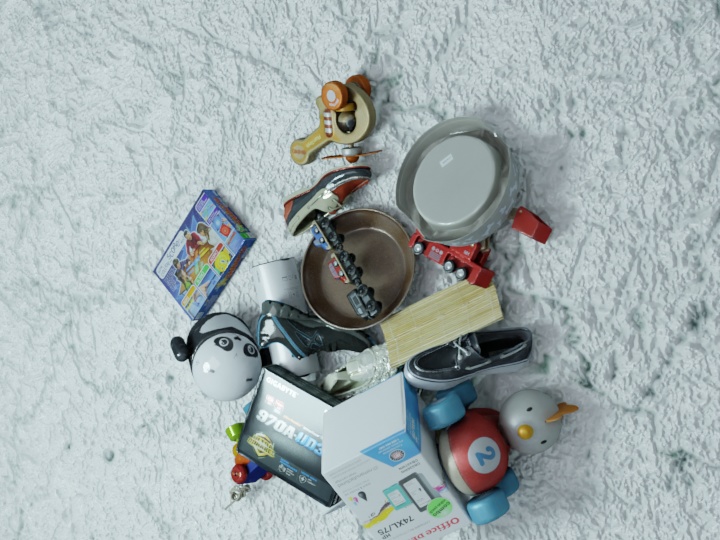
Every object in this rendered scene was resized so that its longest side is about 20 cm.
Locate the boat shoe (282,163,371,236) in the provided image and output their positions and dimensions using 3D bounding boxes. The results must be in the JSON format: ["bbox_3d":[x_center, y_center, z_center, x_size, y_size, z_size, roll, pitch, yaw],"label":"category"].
[{"bbox_3d":[-0.054,-0.118,1.782,0.199,0.071,0.063,-25,65,39],"label":"boat shoe"}]

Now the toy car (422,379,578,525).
[{"bbox_3d":[0.224,0.237,1.585,0.198,0.177,0.186,-26,90,19],"label":"toy car"}]

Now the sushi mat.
[{"bbox_3d":[0.123,0.075,1.667,0.198,0.012,0.097,-26,48,17],"label":"sushi mat"}]

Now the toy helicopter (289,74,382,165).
[{"bbox_3d":[-0.045,-0.223,1.784,0.199,0.079,0.134,-31,86,42],"label":"toy helicopter"}]

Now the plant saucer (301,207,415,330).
[{"bbox_3d":[0.000,0.000,1.752,0.198,0.037,0.204,-6,73,21],"label":"plant saucer"}]

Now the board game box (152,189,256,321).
[{"bbox_3d":[-0.288,-0.027,1.969,0.136,0.034,0.201,48,117,22],"label":"board game box"}]

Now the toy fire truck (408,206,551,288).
[{"bbox_3d":[0.177,-0.053,1.643,0.199,0.049,0.142,33,99,36],"label":"toy fire truck"}]

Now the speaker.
[{"bbox_3d":[-0.127,0.085,1.845,0.080,0.081,0.203,-15,87,33],"label":"speaker"}]

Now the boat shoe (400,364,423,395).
[{"bbox_3d":[0.068,0.185,1.736,0.075,0.060,0.202,34,111,26],"label":"boat shoe"}]

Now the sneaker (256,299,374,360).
[{"bbox_3d":[-0.075,0.112,1.782,0.197,0.073,0.083,16,87,2],"label":"sneaker"}]

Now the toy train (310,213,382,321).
[{"bbox_3d":[-0.027,-0.005,1.728,0.046,0.034,0.201,-39,65,22],"label":"toy train"}]

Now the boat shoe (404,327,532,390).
[{"bbox_3d":[0.161,0.123,1.601,0.068,0.197,0.072,89,171,-49],"label":"boat shoe"}]

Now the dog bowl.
[{"bbox_3d":[0.149,-0.128,1.622,0.198,0.058,0.203,-14,64,31],"label":"dog bowl"}]

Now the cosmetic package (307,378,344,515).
[{"bbox_3d":[-0.062,0.297,1.827,0.101,0.074,0.201,-40,71,29],"label":"cosmetic package"}]

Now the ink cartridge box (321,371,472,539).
[{"bbox_3d":[0.055,0.293,1.611,0.146,0.147,0.201,-29,116,15],"label":"ink cartridge box"}]

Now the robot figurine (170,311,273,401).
[{"bbox_3d":[-0.238,0.144,1.870,0.149,0.200,0.126,-28,111,-5],"label":"robot figurine"}]

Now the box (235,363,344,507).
[{"bbox_3d":[-0.096,0.269,1.771,0.198,0.046,0.161,27,106,24],"label":"box"}]

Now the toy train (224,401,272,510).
[{"bbox_3d":[-0.210,0.326,1.927,0.200,0.084,0.117,-44,60,28],"label":"toy train"}]

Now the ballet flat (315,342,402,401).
[{"bbox_3d":[-0.008,0.172,1.752,0.200,0.071,0.073,-38,73,46],"label":"ballet flat"}]
